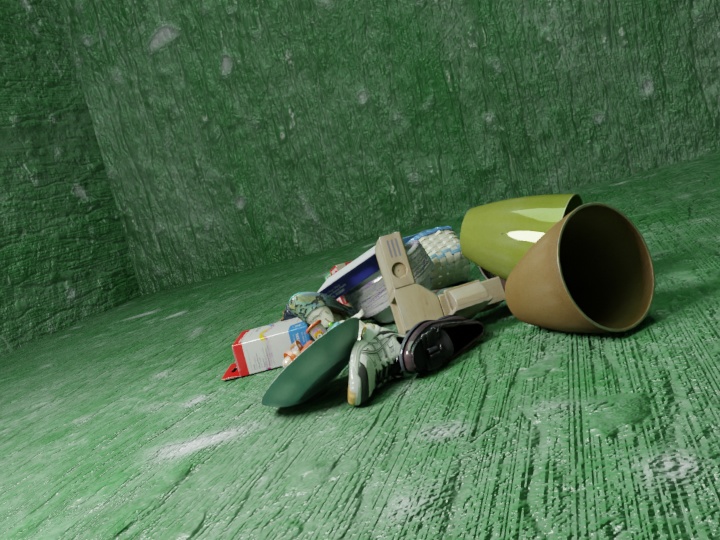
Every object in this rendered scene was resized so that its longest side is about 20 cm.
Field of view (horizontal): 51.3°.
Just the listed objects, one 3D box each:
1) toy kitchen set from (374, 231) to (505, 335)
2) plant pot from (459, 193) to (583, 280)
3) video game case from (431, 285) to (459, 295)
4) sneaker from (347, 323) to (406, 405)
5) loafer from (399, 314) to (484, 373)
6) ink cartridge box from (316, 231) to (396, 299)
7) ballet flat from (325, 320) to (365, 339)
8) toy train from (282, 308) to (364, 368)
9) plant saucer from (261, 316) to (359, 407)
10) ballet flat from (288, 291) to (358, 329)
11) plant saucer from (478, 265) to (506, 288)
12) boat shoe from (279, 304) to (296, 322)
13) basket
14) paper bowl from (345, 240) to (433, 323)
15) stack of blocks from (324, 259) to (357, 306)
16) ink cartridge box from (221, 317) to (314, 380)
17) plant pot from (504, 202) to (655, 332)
[{"bbox_3d":[0.149,-0.001,1.355,0.195,0.185,0.163,-15,-13,-10],"label":"toy kitchen set"},{"bbox_3d":[0.288,-0.054,1.375,0.196,0.193,0.186,10,19,30],"label":"plant pot"},{"bbox_3d":[0.206,0.056,1.641,0.196,0.018,0.142,-11,8,29],"label":"video game case"},{"bbox_3d":[0.032,0.141,1.156,0.085,0.078,0.201,10,25,8],"label":"sneaker"},{"bbox_3d":[0.133,0.111,1.194,0.062,0.074,0.198,-4,9,35],"label":"loafer"},{"bbox_3d":[0.000,0.000,1.557,0.197,0.041,0.200,-34,4,12],"label":"ink cartridge box"},{"bbox_3d":[-0.015,0.126,1.378,0.071,0.074,0.198,-19,9,-33],"label":"ballet flat"},{"bbox_3d":[-0.084,0.126,1.321,0.200,0.056,0.150,-42,4,35],"label":"toy train"},{"bbox_3d":[-0.066,0.155,1.161,0.200,0.039,0.202,-39,-14,-11],"label":"plant saucer"},{"bbox_3d":[-0.060,0.093,1.489,0.073,0.076,0.198,-9,-17,38],"label":"ballet flat"},{"bbox_3d":[0.325,-0.017,1.463,0.194,0.035,0.204,-4,49,4],"label":"plant saucer"},{"bbox_3d":[-0.150,0.112,1.671,0.070,0.093,0.198,-19,8,-35],"label":"boat shoe"},{"bbox_3d":[0.163,-0.036,1.846,0.173,0.142,0.200,-18,38,-24],"label":"basket"},{"bbox_3d":[0.072,0.033,1.608,0.199,0.105,0.201,-37,7,5],"label":"paper bowl"},{"bbox_3d":[0.025,0.033,1.751,0.197,0.117,0.058,-16,-16,-41],"label":"stack of blocks"},{"bbox_3d":[-0.188,0.155,1.523,0.195,0.069,0.116,-15,8,3],"label":"ink cartridge box"},{"bbox_3d":[0.317,0.019,1.165,0.183,0.191,0.199,-19,-6,-28],"label":"plant pot"}]
